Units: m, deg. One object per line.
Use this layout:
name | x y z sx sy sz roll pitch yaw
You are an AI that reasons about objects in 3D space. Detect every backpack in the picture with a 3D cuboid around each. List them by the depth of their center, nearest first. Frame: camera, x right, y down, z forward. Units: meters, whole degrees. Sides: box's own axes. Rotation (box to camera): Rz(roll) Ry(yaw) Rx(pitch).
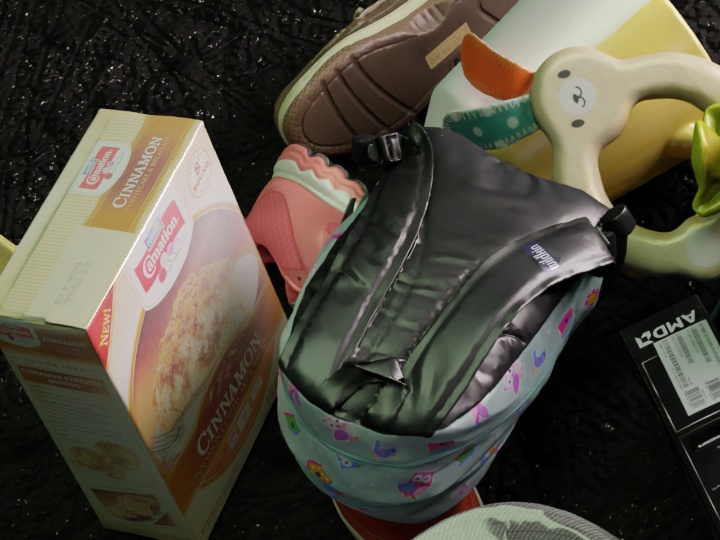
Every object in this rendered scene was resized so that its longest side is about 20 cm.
backpack | 0.039 0.034 1.208 0.166 0.127 0.200 21 55 21

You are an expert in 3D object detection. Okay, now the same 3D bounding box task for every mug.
mug | 0.128 -0.092 1.342 0.153 0.150 0.187 -37 27 -4

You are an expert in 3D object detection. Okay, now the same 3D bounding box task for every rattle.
rattle | 0.132 -0.074 1.222 0.199 0.131 0.143 33 19 5

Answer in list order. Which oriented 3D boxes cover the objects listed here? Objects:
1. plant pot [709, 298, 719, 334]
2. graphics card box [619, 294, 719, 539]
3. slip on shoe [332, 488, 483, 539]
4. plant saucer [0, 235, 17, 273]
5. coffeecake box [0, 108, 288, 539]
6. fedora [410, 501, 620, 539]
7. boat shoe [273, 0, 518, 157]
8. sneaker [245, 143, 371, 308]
plant pot | 0.308 -0.011 1.185 0.141 0.142 0.200 40 60 16
graphics card box | 0.200 0.124 1.131 0.051 0.126 0.201 -27 44 4
slip on shoe | 0.008 0.097 1.271 0.074 0.061 0.200 -27 47 -8
plant saucer | -0.341 0.020 1.434 0.199 0.049 0.200 35 60 12
coffeecake box | -0.119 0.034 1.276 0.073 0.201 0.154 8 52 26
fedora | 0.087 0.222 1.108 0.177 0.091 0.200 -38 50 -14
boat shoe | 0.018 -0.145 1.489 0.202 0.075 0.075 -34 33 -20
sneaker | 0.000 0.000 1.370 0.087 0.074 0.200 -51 47 -8
